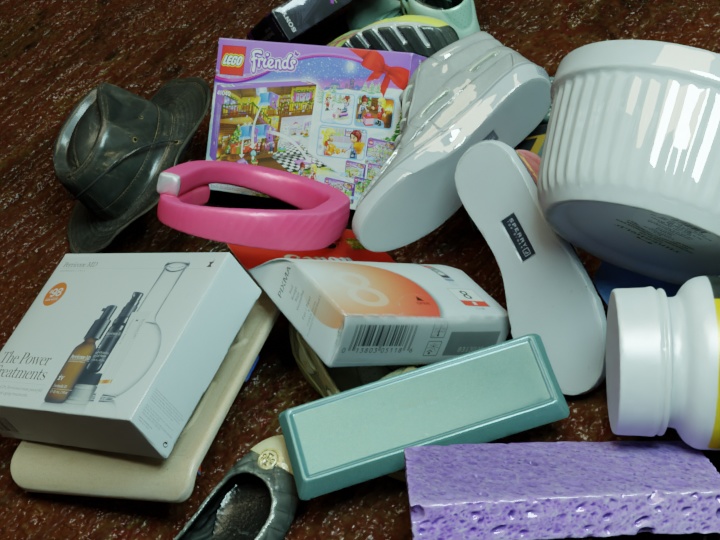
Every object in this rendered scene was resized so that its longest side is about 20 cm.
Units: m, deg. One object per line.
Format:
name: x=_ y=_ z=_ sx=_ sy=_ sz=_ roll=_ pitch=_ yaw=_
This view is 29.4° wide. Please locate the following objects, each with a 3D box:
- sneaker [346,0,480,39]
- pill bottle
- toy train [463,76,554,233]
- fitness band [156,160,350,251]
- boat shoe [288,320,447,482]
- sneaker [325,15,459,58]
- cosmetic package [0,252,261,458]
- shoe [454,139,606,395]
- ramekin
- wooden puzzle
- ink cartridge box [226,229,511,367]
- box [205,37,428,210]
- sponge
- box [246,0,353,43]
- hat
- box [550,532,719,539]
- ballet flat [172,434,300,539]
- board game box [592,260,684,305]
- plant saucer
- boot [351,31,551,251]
sneaker: x=0.049 y=-0.252 z=1.303 sx=0.074 sy=0.119 sz=0.200 roll=-39 pitch=45 yaw=-19
pill bottle: x=0.263 y=0.060 z=0.890 sx=0.197 sy=0.115 sz=0.115 roll=0 pitch=45 yaw=4
toy train: x=0.165 y=-0.098 z=1.140 sx=0.197 sy=0.086 sz=0.115 roll=-9 pitch=56 yaw=8
fitness band: x=-0.083 y=-0.054 z=1.097 sx=0.142 sy=0.038 sz=0.200 roll=12 pitch=13 yaw=8
boat shoe: x=0.006 y=0.081 z=1.021 sx=0.073 sy=0.064 sz=0.201 roll=-31 pitch=44 yaw=-12
sneaker: x=0.013 y=-0.196 z=1.261 sx=0.198 sy=0.079 sz=0.091 roll=-13 pitch=29 yaw=39
cosmetic package: x=-0.188 y=0.058 z=1.041 sx=0.198 sy=0.052 sz=0.152 roll=0 pitch=48 yaw=40
shoe: x=0.143 y=-0.005 z=1.038 sx=0.071 sy=0.091 sz=0.202 roll=-29 pitch=78 yaw=26
ramekin: x=0.214 y=-0.064 z=0.940 sx=0.198 sy=0.200 sz=0.106 roll=14 pitch=77 yaw=30
wooden puzzle: x=-0.159 y=0.092 z=1.070 sx=0.183 sy=0.046 sz=0.201 roll=-3 pitch=49 yaw=33
ink cartridge box: x=0.000 y=0.000 z=1.058 sx=0.161 sy=0.051 sz=0.200 roll=2 pitch=33 yaw=-36
box: x=-0.042 y=-0.128 z=1.209 sx=0.198 sy=0.039 sz=0.139 roll=10 pitch=95 yaw=27
sponge: x=0.127 y=0.138 z=0.874 sx=0.197 sy=0.030 sz=0.112 roll=-2 pitch=11 yaw=-2
box: x=-0.033 y=-0.261 z=1.316 sx=0.142 sy=0.036 sz=0.200 roll=-34 pitch=8 yaw=-7
hat: x=-0.228 y=-0.114 z=1.245 sx=0.200 sy=0.081 sz=0.202 roll=-37 pitch=31 yaw=27
box: x=0.130 y=0.237 z=0.834 sx=0.158 sy=0.044 sz=0.201 roll=3 pitch=47 yaw=22
ballet flat: x=-0.102 y=0.190 z=0.955 sx=0.066 sy=0.057 sz=0.200 roll=18 pitch=55 yaw=32
board game box: x=0.271 y=-0.006 z=1.032 sx=0.156 sy=0.039 sz=0.201 roll=13 pitch=52 yaw=29
plant saucer: x=0.043 y=0.098 z=0.962 sx=0.198 sy=0.019 sz=0.071 roll=-17 pitch=59 yaw=-3
boot: x=0.056 y=-0.106 z=1.104 sx=0.200 sy=0.074 sz=0.096 roll=-40 pitch=49 yaw=-5
